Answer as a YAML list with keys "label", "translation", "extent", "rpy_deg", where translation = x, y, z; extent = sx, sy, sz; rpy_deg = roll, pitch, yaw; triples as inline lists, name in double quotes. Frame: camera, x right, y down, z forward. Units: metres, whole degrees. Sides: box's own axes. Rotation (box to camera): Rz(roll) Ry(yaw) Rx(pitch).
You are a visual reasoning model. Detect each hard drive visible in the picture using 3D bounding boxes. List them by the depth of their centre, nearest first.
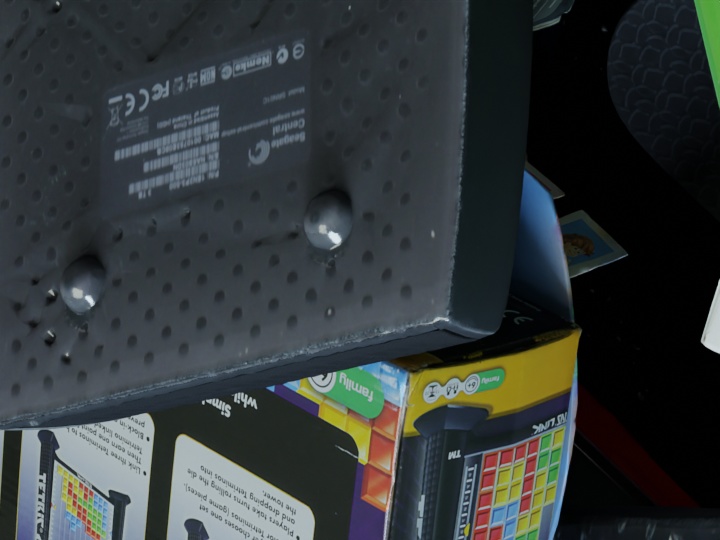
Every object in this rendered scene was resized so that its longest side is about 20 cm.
- label: "hard drive"
  translation: [-0.022, -0.070, 0.634]
  extent: [0.135, 0.042, 0.201]
  rpy_deg: [-14, 68, 35]

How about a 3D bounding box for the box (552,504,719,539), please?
- label: "box"
  translation: [0.078, 0.158, 0.729]
  extent: [0.196, 0.117, 0.201]
  rpy_deg: [-7, 79, 61]

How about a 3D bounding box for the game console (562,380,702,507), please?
- label: "game console"
  translation: [0.022, 0.089, 0.929]
  extent: [0.177, 0.031, 0.200]
  rpy_deg: [47, 141, 5]

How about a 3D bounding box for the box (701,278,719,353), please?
- label: "box"
  translation: [0.189, 0.002, 0.614]
  extent: [0.200, 0.112, 0.102]
  rpy_deg: [26, 108, 28]

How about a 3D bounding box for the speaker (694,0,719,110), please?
- label: "speaker"
  translation: [0.105, -0.039, 0.547]
  extent: [0.088, 0.088, 0.201]
  rpy_deg: [-19, 82, 49]

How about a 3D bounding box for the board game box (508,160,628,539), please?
- label: "board game box"
  translation: [0.000, 0.000, 0.737]
  extent: [0.200, 0.039, 0.158]
  rpy_deg: [49, 137, 35]

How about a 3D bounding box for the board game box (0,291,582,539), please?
- label: "board game box"
  translation: [-0.045, 0.059, 0.716]
  extent: [0.200, 0.057, 0.166]
  rpy_deg: [27, 119, 41]

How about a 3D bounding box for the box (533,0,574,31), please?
- label: "box"
  translation: [0.033, -0.169, 0.673]
  extent: [0.159, 0.046, 0.200]
  rpy_deg: [56, 141, 16]

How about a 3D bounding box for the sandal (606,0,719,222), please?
- label: "sandal"
  translation: [0.143, 0.001, 0.742]
  extent: [0.200, 0.043, 0.076]
  rpy_deg: [54, 132, 3]
